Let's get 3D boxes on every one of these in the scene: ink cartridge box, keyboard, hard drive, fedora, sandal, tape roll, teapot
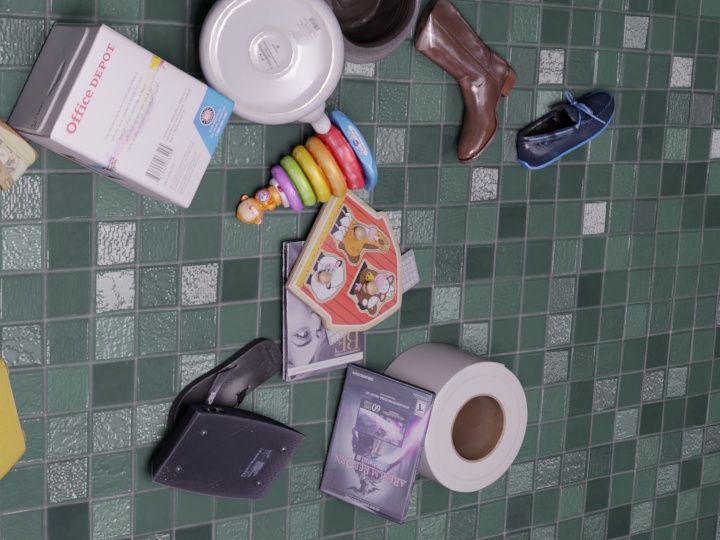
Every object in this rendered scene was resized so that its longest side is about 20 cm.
[{"bbox_3d":[-0.291,-0.189,1.543,0.200,0.146,0.147,28,83,-37],"label":"ink cartridge box"},{"bbox_3d":[0.017,0.038,1.879,0.200,0.011,0.056,-35,117,-35],"label":"keyboard"},{"bbox_3d":[-0.183,0.247,1.744,0.200,0.042,0.135,20,111,-44],"label":"hard drive"},{"bbox_3d":[-0.010,-0.375,1.741,0.200,0.090,0.177,-36,121,-33],"label":"fedora"},{"bbox_3d":[-0.186,0.167,1.757,0.200,0.043,0.076,-44,121,-20],"label":"sandal"},{"bbox_3d":[0.136,0.222,1.941,0.202,0.139,0.203,-9,105,-34],"label":"tape roll"},{"bbox_3d":[-0.116,-0.287,1.638,0.197,0.146,0.200,11,102,-5],"label":"teapot"}]

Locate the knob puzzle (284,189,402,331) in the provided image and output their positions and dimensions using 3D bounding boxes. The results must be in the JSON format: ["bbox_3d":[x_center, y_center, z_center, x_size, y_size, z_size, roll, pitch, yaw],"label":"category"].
[{"bbox_3d":[0.000,0.000,1.833,0.219,0.030,0.220,-1,92,-42],"label":"knob puzzle"}]

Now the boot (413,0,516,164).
[{"bbox_3d":[0.134,-0.283,1.880,0.200,0.064,0.187,39,64,-38],"label":"boot"}]

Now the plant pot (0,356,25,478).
[{"bbox_3d":[-0.492,0.165,1.425,0.200,0.195,0.195,-17,109,-23],"label":"plant pot"}]

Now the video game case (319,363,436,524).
[{"bbox_3d":[0.024,0.252,1.859,0.019,0.143,0.200,-2,107,-61],"label":"video game case"}]

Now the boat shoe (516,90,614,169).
[{"bbox_3d":[0.331,-0.234,2.019,0.200,0.084,0.069,-40,131,-25],"label":"boat shoe"}]

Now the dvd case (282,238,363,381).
[{"bbox_3d":[-0.052,0.050,1.834,0.149,0.016,0.200,-9,105,-43],"label":"dvd case"}]

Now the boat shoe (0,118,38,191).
[{"bbox_3d":[-0.461,-0.170,1.471,0.200,0.073,0.063,43,77,-36],"label":"boat shoe"}]

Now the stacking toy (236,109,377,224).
[{"bbox_3d":[-0.083,-0.124,1.746,0.200,0.110,0.116,-30,85,-7],"label":"stacking toy"}]
